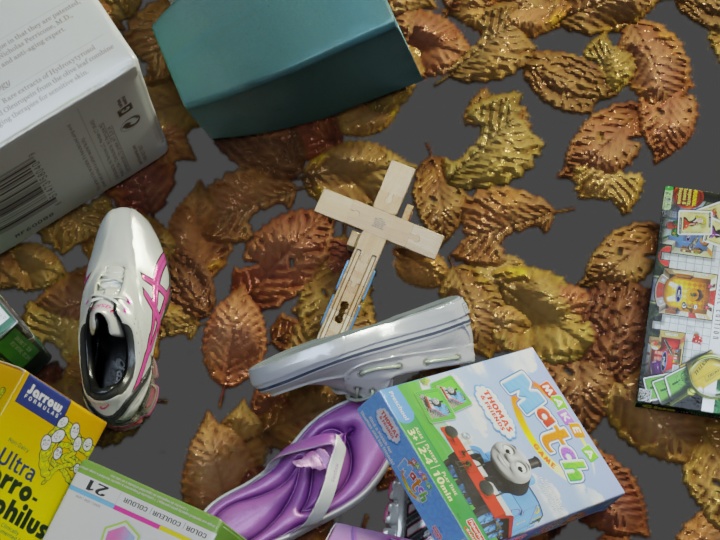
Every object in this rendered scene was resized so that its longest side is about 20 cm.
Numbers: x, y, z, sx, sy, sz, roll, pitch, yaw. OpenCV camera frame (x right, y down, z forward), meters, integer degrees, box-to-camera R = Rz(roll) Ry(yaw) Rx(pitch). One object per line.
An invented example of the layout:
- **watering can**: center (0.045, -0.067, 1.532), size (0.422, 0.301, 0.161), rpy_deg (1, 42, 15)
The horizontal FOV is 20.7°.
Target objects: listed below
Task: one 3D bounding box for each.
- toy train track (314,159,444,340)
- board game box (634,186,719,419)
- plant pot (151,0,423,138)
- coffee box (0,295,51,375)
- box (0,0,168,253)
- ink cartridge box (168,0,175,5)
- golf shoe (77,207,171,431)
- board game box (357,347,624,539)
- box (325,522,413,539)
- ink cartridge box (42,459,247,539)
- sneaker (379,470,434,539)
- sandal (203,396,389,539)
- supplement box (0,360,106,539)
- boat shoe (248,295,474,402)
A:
- **toy train track**: center (0.000, 0.000, 1.738), size (0.115, 0.033, 0.200), rpy_deg (22, 81, 4)
- **board game box**: center (0.302, 0.028, 1.709), size (0.105, 0.023, 0.200), rpy_deg (8, 73, 5)
- **plant pot**: center (-0.072, -0.210, 1.756), size (0.200, 0.141, 0.141), rpy_deg (-24, 72, 4)
- **coffee box**: center (-0.357, 0.003, 1.715), size (0.044, 0.123, 0.200), rpy_deg (-41, 72, -8)
- **box**: center (-0.301, -0.155, 1.721), size (0.200, 0.199, 0.171), rpy_deg (-33, 72, -8)
- **ink cartridge box**: center (-0.136, -0.306, 1.756), size (0.117, 0.200, 0.067), rpy_deg (-26, 72, -5)
- **golf shoe**: center (-0.206, 0.033, 1.709), size (0.073, 0.092, 0.200), rpy_deg (-3, 71, 5)
- **board game box**: center (0.109, 0.149, 1.612), size (0.200, 0.037, 0.151), rpy_deg (-12, 64, -47)
- **box**: center (0.053, 0.316, 1.552), size (0.200, 0.097, 0.176), rpy_deg (11, 110, 8)
- **ink cartridge box**: center (-0.202, 0.279, 1.620), size (0.148, 0.076, 0.200), rpy_deg (19, 74, 26)
- **sneaker**: center (0.064, 0.211, 1.642), size (0.087, 0.074, 0.200), rpy_deg (12, 78, 8)
- **sandal**: center (-0.050, 0.181, 1.671), size (0.203, 0.050, 0.082), rpy_deg (-39, 74, -8)
- **supplement box**: center (-0.321, 0.181, 1.640), size (0.109, 0.109, 0.200), rpy_deg (13, 71, 43)
- **boat shoe**: center (0.007, 0.081, 1.676), size (0.200, 0.074, 0.067), rpy_deg (-18, 93, -11)
